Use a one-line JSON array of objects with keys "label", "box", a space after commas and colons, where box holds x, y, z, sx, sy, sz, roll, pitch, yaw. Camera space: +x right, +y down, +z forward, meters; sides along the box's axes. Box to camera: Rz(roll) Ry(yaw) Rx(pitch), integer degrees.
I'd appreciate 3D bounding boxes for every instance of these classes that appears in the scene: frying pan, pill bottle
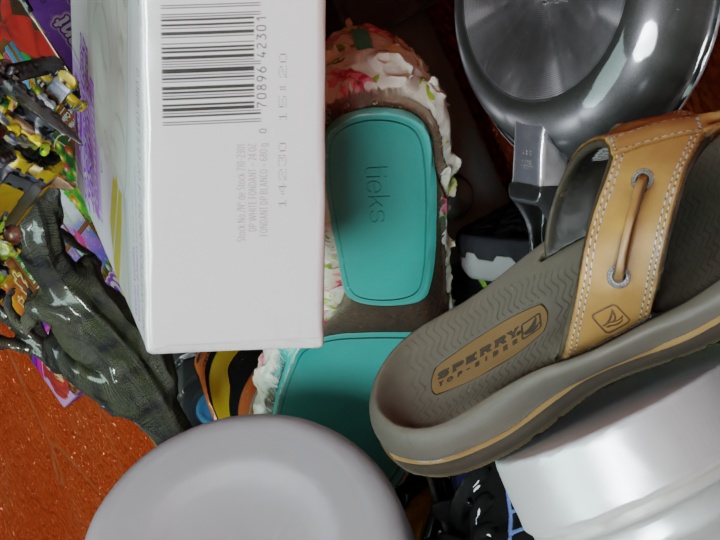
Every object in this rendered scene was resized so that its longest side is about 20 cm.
[{"label": "frying pan", "box": [0.054, -0.057, 0.907, 0.115, 0.031, 0.190, 44, 117, 43]}, {"label": "pill bottle", "box": [0.121, 0.128, 0.859, 0.200, 0.112, 0.112, 63, 156, -4]}, {"label": "pill bottle", "box": [-0.021, 0.144, 0.994, 0.112, 0.112, 0.200, 47, 166, 33]}]

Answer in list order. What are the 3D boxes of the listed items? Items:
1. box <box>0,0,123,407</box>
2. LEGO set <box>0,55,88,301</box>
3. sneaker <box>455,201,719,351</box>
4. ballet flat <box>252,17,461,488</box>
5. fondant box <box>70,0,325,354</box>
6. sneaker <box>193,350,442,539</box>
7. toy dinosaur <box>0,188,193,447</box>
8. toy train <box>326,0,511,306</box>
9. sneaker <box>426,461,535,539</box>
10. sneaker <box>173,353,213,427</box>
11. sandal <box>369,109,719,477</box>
[{"label": "box", "box": [-0.116, -0.035, 1.125, 0.137, 0.039, 0.200, 55, 153, 3]}, {"label": "LEGO set", "box": [-0.156, -0.091, 0.879, 0.200, 0.116, 0.154, 42, -165, 7]}, {"label": "sneaker", "box": [0.102, 0.016, 0.932, 0.200, 0.072, 0.083, 13, 126, 60]}, {"label": "ballet flat", "box": [0.000, 0.000, 0.983, 0.064, 0.075, 0.200, -100, 15, -50]}, {"label": "fondant box", "box": [-0.056, -0.071, 0.916, 0.200, 0.058, 0.145, -123, 32, -70]}, {"label": "sneaker", "box": [0.010, 0.088, 1.138, 0.200, 0.070, 0.090, 47, 171, -34]}, {"label": "toy dinosaur", "box": [-0.088, 0.037, 1.045, 0.200, 0.047, 0.088, 53, 161, -20]}, {"label": "toy train", "box": [-0.004, -0.056, 1.054, 0.114, 0.085, 0.200, -5, 109, 65]}, {"label": "sneaker", "box": [0.053, 0.095, 0.952, 0.078, 0.200, 0.070, 31, 137, -10]}, {"label": "sneaker", "box": [-0.061, 0.056, 1.319, 0.200, 0.073, 0.082, 53, 170, 35]}, {"label": "sandal", "box": [0.074, -0.011, 0.836, 0.055, 0.200, 0.082, 45, -152, -26]}]
